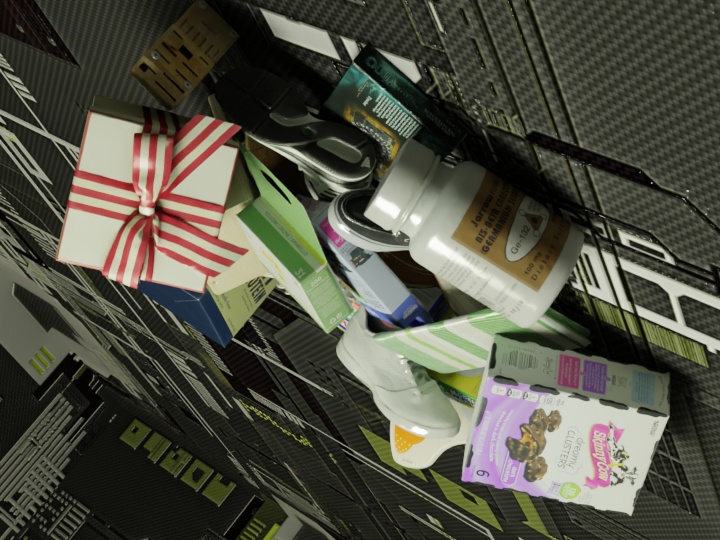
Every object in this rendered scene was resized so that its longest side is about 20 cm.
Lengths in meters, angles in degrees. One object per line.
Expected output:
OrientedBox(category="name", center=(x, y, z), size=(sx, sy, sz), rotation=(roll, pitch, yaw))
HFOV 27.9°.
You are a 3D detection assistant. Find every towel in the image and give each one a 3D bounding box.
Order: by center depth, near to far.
OrientedBox(category="towel", center=(0.137, 0.073, 1.618), size=(0.199, 0.024, 0.152), rotation=(-14, 155, 33))

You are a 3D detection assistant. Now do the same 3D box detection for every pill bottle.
OrientedBox(category="pill bottle", center=(0.110, -0.041, 1.428), size=(0.199, 0.115, 0.114), rotation=(31, 162, -3))

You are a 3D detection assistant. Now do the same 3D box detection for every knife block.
OrientedBox(category="knife block", center=(-0.222, -0.216, 1.632), size=(0.064, 0.200, 0.175), rotation=(42, 132, -11))

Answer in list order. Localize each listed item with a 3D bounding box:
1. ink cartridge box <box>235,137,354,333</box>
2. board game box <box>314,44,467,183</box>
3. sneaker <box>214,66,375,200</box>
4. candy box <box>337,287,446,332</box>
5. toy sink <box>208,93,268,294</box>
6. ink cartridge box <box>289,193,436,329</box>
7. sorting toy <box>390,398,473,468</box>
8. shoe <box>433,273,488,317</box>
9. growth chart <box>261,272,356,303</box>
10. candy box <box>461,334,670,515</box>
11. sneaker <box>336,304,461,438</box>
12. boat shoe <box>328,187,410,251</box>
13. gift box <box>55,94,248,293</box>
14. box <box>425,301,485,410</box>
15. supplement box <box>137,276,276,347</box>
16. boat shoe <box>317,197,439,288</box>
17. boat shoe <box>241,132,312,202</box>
OrientedBox(category="ink cartridge box", center=(-0.088, -0.037, 1.619), size=(0.146, 0.048, 0.200), rotation=(45, 169, 38))
OrientedBox(category="board game box", center=(0.026, -0.149, 1.519), size=(0.135, 0.028, 0.200), rotation=(41, 162, -3))
OrientedBox(category="sneaker", center=(-0.074, -0.134, 1.581), size=(0.200, 0.076, 0.116), rotation=(34, 159, 12))
OrientedBox(category="candy box", center=(0.027, 0.042, 1.893), size=(0.169, 0.077, 0.200), rotation=(35, 163, 14))
OrientedBox(category="toy sink", center=(-0.181, -0.095, 1.780), size=(0.131, 0.111, 0.201), rotation=(62, -176, -51))
OrientedBox(category="ink cartridge box", center=(0.000, 0.000, 1.653), size=(0.200, 0.042, 0.119), rotation=(46, 171, -19))
OrientedBox(category="sorting toy", center=(0.152, 0.159, 1.800), size=(0.179, 0.200, 0.108), rotation=(7, 125, 50))
OrientedBox(category="shoe", center=(0.122, 0.007, 1.630), size=(0.200, 0.070, 0.053), rotation=(50, 168, -23))
OrientedBox(category="growth chart", center=(-0.063, -0.030, 1.801), size=(0.199, 0.145, 0.018), rotation=(27, 155, 27))
OrientedBox(category="candy box", center=(0.224, 0.172, 1.598), size=(0.198, 0.072, 0.169), rotation=(11, 130, 3))
OrientedBox(category="sneaker", center=(0.049, 0.115, 1.720), size=(0.200, 0.075, 0.089), rotation=(42, 125, 31))
OrientedBox(category="boat shoe", center=(0.067, -0.051, 1.524), size=(0.198, 0.070, 0.066), rotation=(16, 153, -13))
OrientedBox(category="gift box", center=(-0.214, -0.089, 1.559), size=(0.198, 0.186, 0.187), rotation=(8, -168, -10))
OrientedBox(category="box", center=(0.156, 0.111, 1.734), size=(0.199, 0.118, 0.048), rotation=(23, 157, 40))
OrientedBox(category="supplement box", center=(-0.206, -0.048, 1.940), size=(0.199, 0.200, 0.135), rotation=(31, 160, 25))
OrientedBox(category="boat shoe", center=(0.023, -0.047, 1.697), size=(0.199, 0.076, 0.074), rotation=(28, 156, 30))
OrientedBox(category="boat shoe", center=(-0.101, -0.121, 1.736), size=(0.063, 0.073, 0.201), rotation=(-125, 18, -48))
